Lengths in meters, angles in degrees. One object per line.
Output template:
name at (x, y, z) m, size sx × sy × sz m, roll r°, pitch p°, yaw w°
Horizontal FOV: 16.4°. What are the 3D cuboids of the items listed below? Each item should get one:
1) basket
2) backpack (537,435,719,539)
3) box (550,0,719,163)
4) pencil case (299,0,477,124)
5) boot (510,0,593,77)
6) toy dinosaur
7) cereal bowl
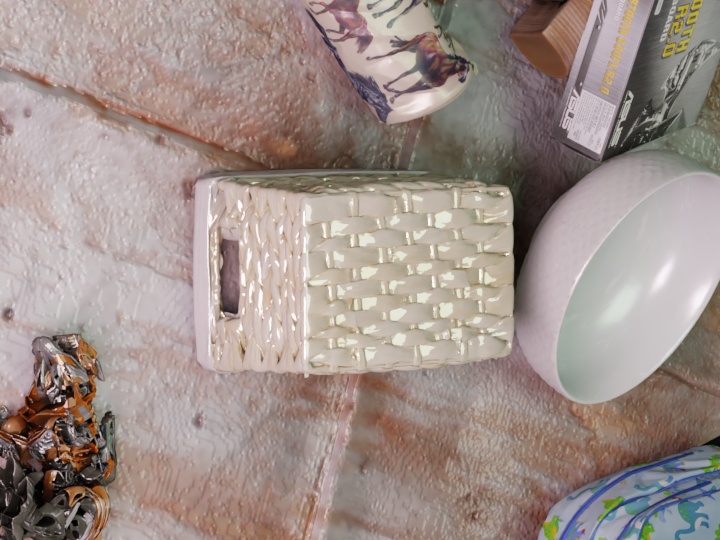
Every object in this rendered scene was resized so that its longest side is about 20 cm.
basket at (0.000, 0.000, 1.690) m, size 0.199 × 0.123 × 0.137 m, roll -4°, pitch 95°, yaw -38°
backpack at (0.222, 0.219, 1.870) m, size 0.199 × 0.154 × 0.164 m, roll -2°, pitch 100°, yaw -24°
box at (0.222, -0.189, 1.820) m, size 0.158 × 0.048 × 0.201 m, roll -21°, pitch 134°, yaw -53°
pencil case at (0.004, -0.196, 1.715) m, size 0.089 × 0.078 × 0.201 m, roll -36°, pitch 113°, yaw -9°
boot at (0.138, -0.260, 1.814) m, size 0.155 × 0.073 × 0.200 m, roll -54°, pitch 132°, yaw -22°
toy dinosaur at (-0.196, 0.143, 1.571) m, size 0.135 × 0.102 × 0.201 m, roll 0°, pitch 70°, yaw -53°
cereal bowl at (0.182, -0.005, 1.833) m, size 0.200 × 0.083 × 0.201 m, roll -32°, pitch 140°, yaw -31°
